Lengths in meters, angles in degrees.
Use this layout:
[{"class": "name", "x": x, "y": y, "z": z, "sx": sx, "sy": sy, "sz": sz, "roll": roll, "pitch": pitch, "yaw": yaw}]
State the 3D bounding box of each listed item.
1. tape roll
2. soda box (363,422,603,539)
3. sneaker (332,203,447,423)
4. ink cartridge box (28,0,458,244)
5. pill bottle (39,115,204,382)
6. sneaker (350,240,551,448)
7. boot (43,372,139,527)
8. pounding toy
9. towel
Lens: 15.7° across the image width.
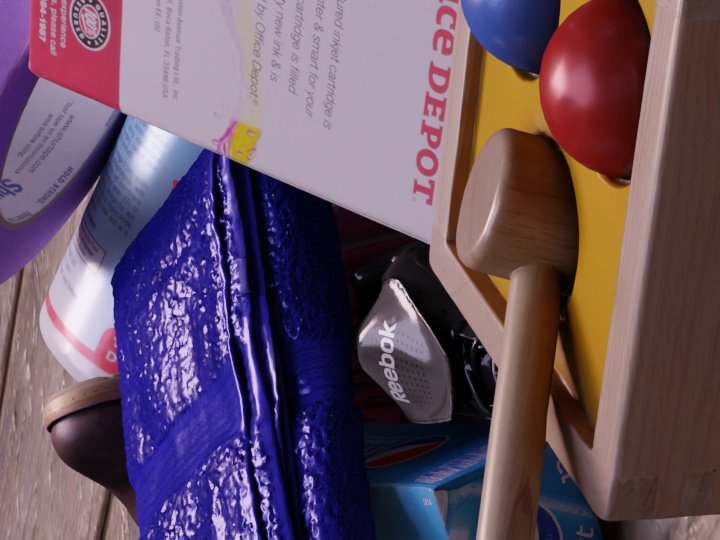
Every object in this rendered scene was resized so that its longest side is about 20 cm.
[{"class": "tape roll", "x": -0.139, "y": -0.093, "z": 1.083, "sx": 0.201, "sy": 0.065, "sz": 0.200, "roll": -59, "pitch": -8, "yaw": -14}, {"class": "soda box", "x": 0.009, "y": 0.100, "z": 0.994, "sx": 0.200, "sy": 0.064, "sz": 0.068, "roll": -5, "pitch": 105, "yaw": 60}, {"class": "sneaker", "x": 0.000, "y": 0.000, "z": 1.089, "sx": 0.088, "sy": 0.073, "sz": 0.201, "roll": -121, "pitch": 28, "yaw": -47}, {"class": "ink cartridge box", "x": -0.016, "y": -0.113, "z": 0.928, "sx": 0.199, "sy": 0.086, "sz": 0.148, "roll": 23, "pitch": 125, "yaw": 22}, {"class": "pill bottle", "x": -0.058, "y": -0.038, "z": 1.156, "sx": 0.201, "sy": 0.108, "sz": 0.109, "roll": -64, "pitch": 27, "yaw": 19}, {"class": "sneaker", "x": 0.048, "y": 0.030, "z": 0.901, "sx": 0.200, "sy": 0.090, "sz": 0.067, "roll": -137, "pitch": 40, "yaw": -67}, {"class": "boot", "x": -0.050, "y": 0.139, "z": 1.102, "sx": 0.072, "sy": 0.200, "sz": 0.167, "roll": -27, "pitch": 56, "yaw": 34}, {"class": "pounding toy", "x": 0.078, "y": -0.013, "z": 0.714, "sx": 0.184, "sy": 0.141, "sz": 0.201, "roll": -122, "pitch": 34, "yaw": -59}, {"class": "towel", "x": -0.054, "y": 0.055, "z": 0.984, "sx": 0.148, "sy": 0.049, "sz": 0.201, "roll": -42, "pitch": 46, "yaw": 45}]
